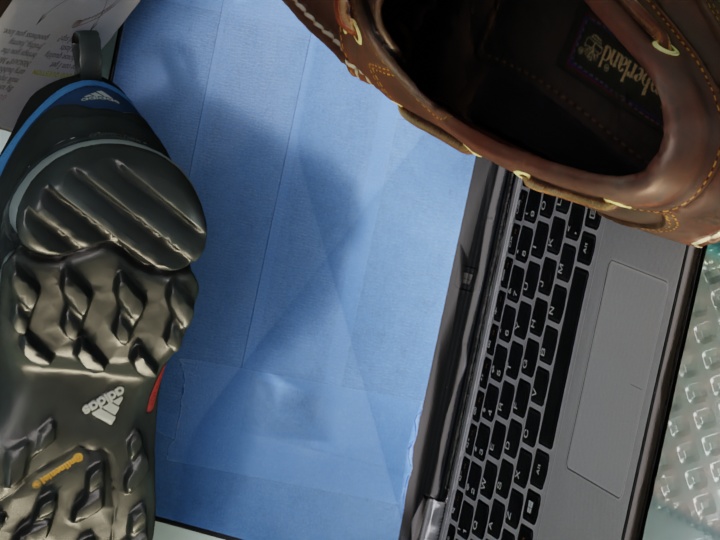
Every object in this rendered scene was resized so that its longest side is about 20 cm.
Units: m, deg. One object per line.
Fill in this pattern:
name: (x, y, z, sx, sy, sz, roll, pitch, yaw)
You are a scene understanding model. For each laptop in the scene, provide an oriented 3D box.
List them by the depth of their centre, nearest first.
laptop: (0.000, 0.000, 0.800, 0.115, 0.200, 0.189, 9, 96, -19)

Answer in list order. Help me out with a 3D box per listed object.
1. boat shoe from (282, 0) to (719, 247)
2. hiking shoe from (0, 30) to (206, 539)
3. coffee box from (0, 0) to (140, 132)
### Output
boat shoe: (0.031, -0.069, 0.727, 0.200, 0.070, 0.071, 32, 111, 41)
hiking shoe: (-0.092, 0.038, 0.841, 0.074, 0.087, 0.201, 14, 117, -19)
coffee box: (-0.088, -0.152, 0.824, 0.113, 0.080, 0.200, 43, 102, 20)
